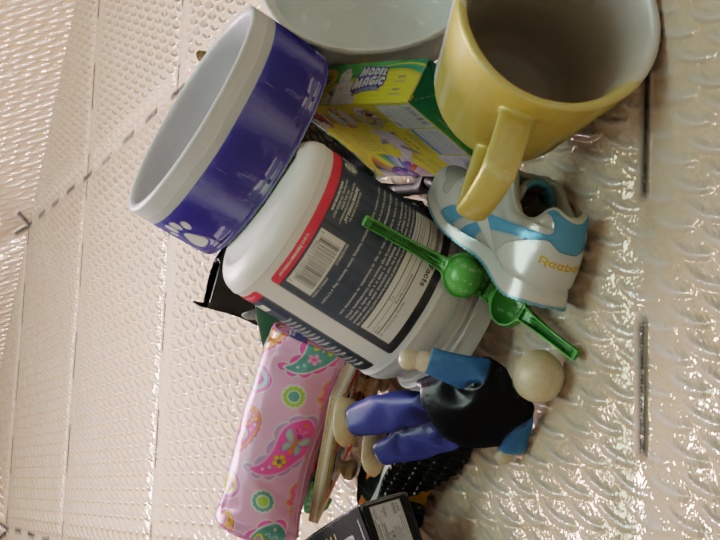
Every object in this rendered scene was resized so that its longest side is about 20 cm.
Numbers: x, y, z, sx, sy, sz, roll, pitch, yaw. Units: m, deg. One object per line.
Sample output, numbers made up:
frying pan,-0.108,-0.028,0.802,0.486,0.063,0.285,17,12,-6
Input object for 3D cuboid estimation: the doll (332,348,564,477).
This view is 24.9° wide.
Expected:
doll,0.070,0.105,1.273,0.199,0.137,0.049,-20,34,34

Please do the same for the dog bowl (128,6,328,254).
dog bowl,-0.113,-0.118,1.384,0.200,0.078,0.201,-51,19,24

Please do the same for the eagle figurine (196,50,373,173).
eagle figurine,-0.051,-0.148,1.553,0.151,0.198,0.153,-42,38,46

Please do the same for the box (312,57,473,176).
box,0.029,-0.127,1.397,0.199,0.117,0.049,4,62,54

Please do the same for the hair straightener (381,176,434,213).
hair straightener,0.045,-0.065,1.530,0.200,0.041,0.078,-156,73,-64

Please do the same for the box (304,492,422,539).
box,0.023,0.303,1.382,0.158,0.049,0.202,-43,64,61

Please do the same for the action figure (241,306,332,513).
action figure,-0.064,0.133,1.555,0.118,0.054,0.202,14,-121,-68

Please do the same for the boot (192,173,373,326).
boot,-0.077,-0.029,1.673,0.077,0.137,0.202,-144,72,-70

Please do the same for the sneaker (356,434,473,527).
sneaker,0.037,0.155,1.431,0.201,0.069,0.091,115,149,-47

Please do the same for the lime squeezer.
lime squeezer,0.090,0.016,1.269,0.199,0.070,0.038,34,115,18

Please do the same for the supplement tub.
supplement tub,0.000,0.000,1.342,0.141,0.199,0.141,-51,18,23

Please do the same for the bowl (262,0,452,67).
bowl,0.011,-0.235,1.478,0.091,0.199,0.202,86,173,-50

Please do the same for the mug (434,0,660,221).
mug,0.108,-0.144,1.191,0.150,0.186,0.153,52,158,7

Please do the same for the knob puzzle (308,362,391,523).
knob puzzle,0.007,0.108,1.495,0.220,0.030,0.222,18,-90,-82

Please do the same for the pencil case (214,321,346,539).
pencil case,-0.067,0.145,1.468,0.087,0.087,0.202,30,103,68

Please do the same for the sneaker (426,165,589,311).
sneaker,0.118,-0.044,1.275,0.200,0.076,0.081,48,122,55
